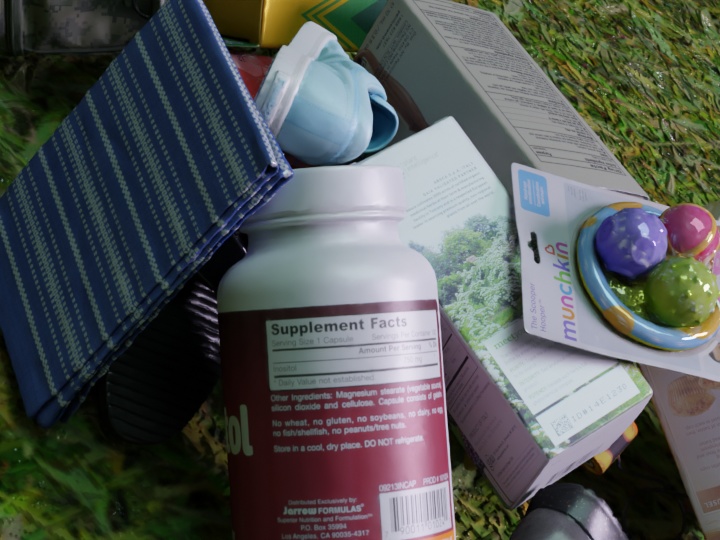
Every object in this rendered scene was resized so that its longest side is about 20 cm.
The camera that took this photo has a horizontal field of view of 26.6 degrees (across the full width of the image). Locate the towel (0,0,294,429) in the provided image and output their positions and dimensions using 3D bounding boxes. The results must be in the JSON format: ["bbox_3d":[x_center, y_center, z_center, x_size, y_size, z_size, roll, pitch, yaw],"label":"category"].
[{"bbox_3d":[-0.123,-0.032,0.779,0.024,0.200,0.146,21,32,-47],"label":"towel"}]

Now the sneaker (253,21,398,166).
[{"bbox_3d":[-0.018,-0.096,0.915,0.081,0.075,0.200,28,17,-3],"label":"sneaker"}]

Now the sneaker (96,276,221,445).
[{"bbox_3d":[-0.119,0.008,0.857,0.074,0.088,0.202,29,57,-34],"label":"sneaker"}]

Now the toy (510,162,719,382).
[{"bbox_3d":[0.182,-0.001,0.842,0.198,0.047,0.116,16,49,-21],"label":"toy"}]

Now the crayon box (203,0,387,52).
[{"bbox_3d":[-0.060,-0.191,1.102,0.125,0.052,0.198,18,17,42],"label":"crayon box"}]

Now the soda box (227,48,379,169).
[{"bbox_3d":[-0.016,-0.097,1.071,0.198,0.064,0.070,4,45,-38],"label":"soda box"}]

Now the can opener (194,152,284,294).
[{"bbox_3d":[-0.034,0.004,0.842,0.200,0.078,0.063,47,5,-16],"label":"can opener"}]

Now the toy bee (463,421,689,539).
[{"bbox_3d":[0.132,0.079,0.937,0.198,0.109,0.132,22,78,4],"label":"toy bee"}]

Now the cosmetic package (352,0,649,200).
[{"bbox_3d":[0.082,-0.085,0.994,0.102,0.088,0.201,7,38,-39],"label":"cosmetic package"}]

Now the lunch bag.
[{"bbox_3d":[-0.172,-0.228,0.988,0.165,0.141,0.201,14,35,0],"label":"lunch bag"}]

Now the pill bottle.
[{"bbox_3d":[-0.014,0.054,0.755,0.112,0.112,0.203,-2,87,-43],"label":"pill bottle"}]

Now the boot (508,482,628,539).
[{"bbox_3d":[0.123,0.226,0.802,0.201,0.070,0.132,50,46,-8],"label":"boot"}]

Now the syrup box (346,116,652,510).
[{"bbox_3d":[0.066,0.022,0.857,0.078,0.082,0.201,-27,71,-24],"label":"syrup box"}]

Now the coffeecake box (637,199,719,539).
[{"bbox_3d":[0.235,0.070,0.986,0.202,0.072,0.153,68,20,-4],"label":"coffeecake box"}]
